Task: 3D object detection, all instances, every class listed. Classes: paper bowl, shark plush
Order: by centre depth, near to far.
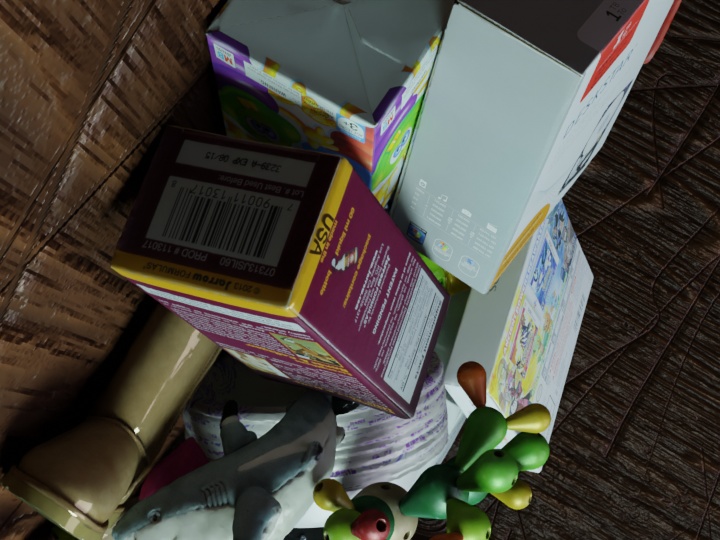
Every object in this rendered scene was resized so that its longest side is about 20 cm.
[{"bbox_3d":[-0.059,0.109,0.764,0.200,0.083,0.091,-53,165,-19],"label":"shark plush"},{"bbox_3d":[-0.032,0.123,0.940,0.201,0.200,0.105,-35,120,-67],"label":"paper bowl"}]

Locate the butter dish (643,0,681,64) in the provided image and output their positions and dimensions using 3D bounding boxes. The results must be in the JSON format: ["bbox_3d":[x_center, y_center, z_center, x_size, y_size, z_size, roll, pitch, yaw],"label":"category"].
[{"bbox_3d":[0.132,-0.247,0.892,0.148,0.200,0.200,-30,160,-20],"label":"butter dish"}]

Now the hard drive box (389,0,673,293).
[{"bbox_3d":[0.101,-0.107,0.705,0.156,0.077,0.200,-49,165,-30],"label":"hard drive box"}]

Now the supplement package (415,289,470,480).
[{"bbox_3d":[0.011,0.096,1.150,0.147,0.191,0.200,-50,167,-44],"label":"supplement package"}]

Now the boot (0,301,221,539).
[{"bbox_3d":[-0.127,0.059,0.748,0.200,0.066,0.175,-57,-178,-8],"label":"boot"}]

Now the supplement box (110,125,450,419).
[{"bbox_3d":[-0.035,0.007,0.699,0.086,0.110,0.200,-70,154,-15],"label":"supplement box"}]

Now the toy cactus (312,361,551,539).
[{"bbox_3d":[0.031,0.141,0.791,0.200,0.102,0.165,-29,176,-46],"label":"toy cactus"}]

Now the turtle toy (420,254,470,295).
[{"bbox_3d":[0.022,-0.053,0.997,0.145,0.101,0.200,-12,137,-19],"label":"turtle toy"}]

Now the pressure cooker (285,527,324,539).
[{"bbox_3d":[-0.115,0.268,1.058,0.200,0.175,0.179,108,-13,-60],"label":"pressure cooker"}]

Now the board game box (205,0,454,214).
[{"bbox_3d":[-0.011,-0.100,0.718,0.103,0.105,0.200,-57,170,-17],"label":"board game box"}]

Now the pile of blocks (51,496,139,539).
[{"bbox_3d":[-0.219,0.228,0.830,0.200,0.082,0.062,-47,-150,-16],"label":"pile of blocks"}]

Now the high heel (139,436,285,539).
[{"bbox_3d":[-0.075,0.174,0.848,0.096,0.067,0.200,-59,146,4],"label":"high heel"}]

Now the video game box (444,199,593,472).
[{"bbox_3d":[0.140,0.047,1.054,0.201,0.047,0.182,-70,153,-23],"label":"video game box"}]
